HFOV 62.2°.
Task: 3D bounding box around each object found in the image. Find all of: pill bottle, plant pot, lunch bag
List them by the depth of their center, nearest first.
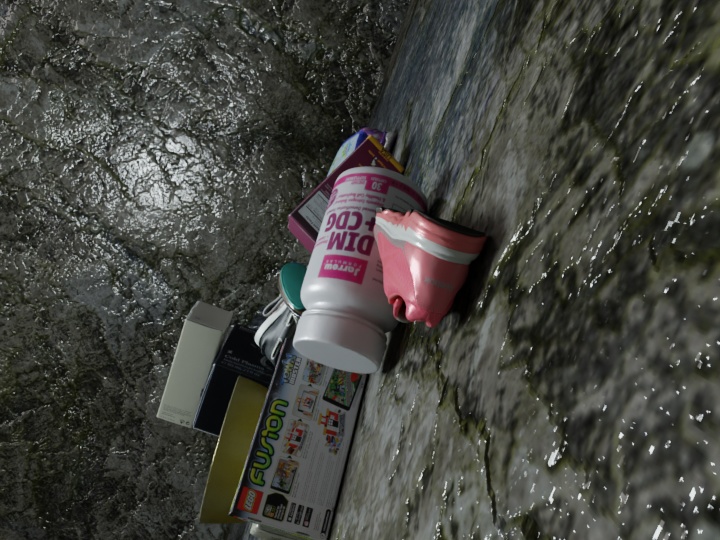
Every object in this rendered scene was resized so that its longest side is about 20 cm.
[{"bbox_3d":[0.000,0.000,0.649,0.113,0.112,0.202,124,163,-66],"label":"pill bottle"},{"bbox_3d":[-0.133,0.268,0.854,0.200,0.140,0.203,-164,90,-84],"label":"plant pot"},{"bbox_3d":[-0.023,-0.179,1.302,0.201,0.126,0.172,99,-174,-66],"label":"lunch bag"}]

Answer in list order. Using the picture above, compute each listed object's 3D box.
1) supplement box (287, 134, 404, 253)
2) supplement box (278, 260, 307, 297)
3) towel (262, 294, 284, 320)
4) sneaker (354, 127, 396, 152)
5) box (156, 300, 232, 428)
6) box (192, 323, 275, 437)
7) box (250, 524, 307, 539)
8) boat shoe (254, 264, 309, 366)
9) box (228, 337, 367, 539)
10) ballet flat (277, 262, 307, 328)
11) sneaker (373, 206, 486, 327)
[{"bbox_3d":[-0.028,-0.123,1.033,0.200,0.086,0.110,-46,2,-11],"label":"supplement box"},{"bbox_3d":[-0.145,0.124,1.419,0.200,0.133,0.202,121,166,-61],"label":"supplement box"},{"bbox_3d":[-0.076,0.025,1.058,0.200,0.032,0.191,-43,-10,0],"label":"towel"},{"bbox_3d":[0.024,-0.293,1.389,0.200,0.087,0.082,-136,64,-84],"label":"sneaker"},{"bbox_3d":[-0.286,0.163,1.033,0.082,0.068,0.202,-89,20,-69],"label":"box"},{"bbox_3d":[-0.162,0.208,1.042,0.197,0.198,0.125,-102,33,-77],"label":"box"},{"bbox_3d":[-0.072,0.228,0.741,0.082,0.068,0.202,120,167,-60],"label":"box"},{"bbox_3d":[-0.087,0.063,0.939,0.075,0.060,0.201,10,-59,-54],"label":"boat shoe"},{"bbox_3d":[-0.066,0.189,0.681,0.035,0.109,0.202,122,166,-62],"label":"box"},{"bbox_3d":[-0.062,0.067,0.848,0.200,0.067,0.069,45,142,42],"label":"ballet flat"},{"bbox_3d":[0.039,-0.003,0.505,0.200,0.073,0.088,-136,64,-83],"label":"sneaker"}]
